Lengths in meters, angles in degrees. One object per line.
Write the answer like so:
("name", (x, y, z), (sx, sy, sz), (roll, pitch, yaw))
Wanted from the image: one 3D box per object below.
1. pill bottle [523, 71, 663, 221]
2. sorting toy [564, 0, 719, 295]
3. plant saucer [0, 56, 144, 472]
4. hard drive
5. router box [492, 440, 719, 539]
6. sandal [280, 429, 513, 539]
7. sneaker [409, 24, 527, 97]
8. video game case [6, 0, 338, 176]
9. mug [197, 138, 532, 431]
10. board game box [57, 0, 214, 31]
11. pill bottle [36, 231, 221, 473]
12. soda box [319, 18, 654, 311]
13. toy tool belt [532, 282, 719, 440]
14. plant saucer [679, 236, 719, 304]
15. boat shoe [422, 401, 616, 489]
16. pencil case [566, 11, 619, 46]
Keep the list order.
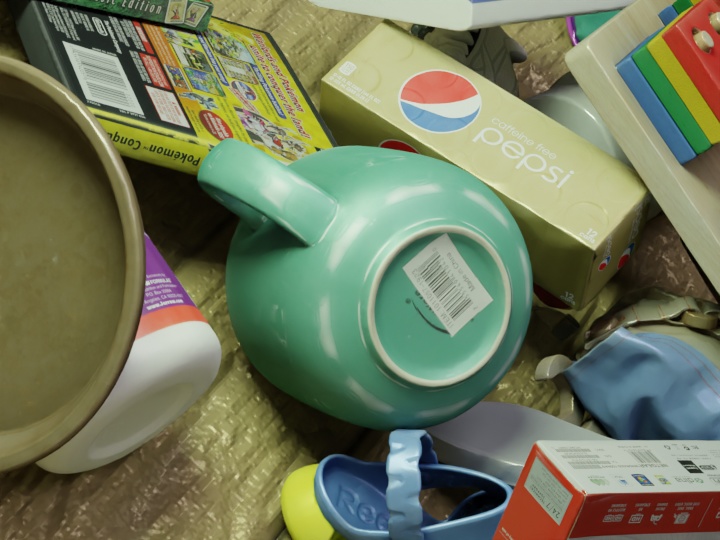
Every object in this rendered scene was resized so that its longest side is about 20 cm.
("pill bottle", (0.188, -0.092, 1.493), (0.200, 0.114, 0.114), (-22, 69, -47))
("sorting toy", (0.235, -0.088, 1.327), (0.200, 0.070, 0.199), (55, 33, -3))
("plant saucer", (-0.184, -0.003, 1.060), (0.200, 0.200, 0.029), (55, 22, 16))
("hard drive", (0.083, -0.179, 1.396), (0.132, 0.025, 0.200), (15, 19, 40))
("router box", (0.148, 0.176, 1.169), (0.200, 0.180, 0.049), (2, 29, -36))
("sandal", (0.060, 0.146, 1.202), (0.200, 0.087, 0.080), (24, 41, -21))
("sneaker", (0.065, -0.112, 1.453), (0.081, 0.075, 0.200), (39, 40, -16))
("video game case", (-0.109, -0.110, 1.297), (0.180, 0.026, 0.200), (14, 26, -28))
("mug", (0.003, 0.010, 1.201), (0.185, 0.114, 0.152), (2, 97, -27))
("board game box", (-0.192, -0.191, 1.317), (0.200, 0.023, 0.105), (8, 31, -39))
("pill bottle", (-0.166, -0.002, 1.138), (0.112, 0.112, 0.200), (-20, 68, -46))
("soda box", (0.072, -0.064, 1.314), (0.200, 0.064, 0.068), (33, 58, 19))
("toy tool belt", (0.168, 0.071, 1.322), (0.200, 0.125, 0.123), (43, 36, -7))
("plant saucer", (0.268, 0.055, 1.401), (0.200, 0.029, 0.200), (55, 5, -7))
("boat shoe", (0.127, 0.130, 1.269), (0.200, 0.066, 0.072), (13, 25, 8))
("pencil case", (0.244, -0.199, 1.654), (0.200, 0.085, 0.093), (-13, 79, -44))
